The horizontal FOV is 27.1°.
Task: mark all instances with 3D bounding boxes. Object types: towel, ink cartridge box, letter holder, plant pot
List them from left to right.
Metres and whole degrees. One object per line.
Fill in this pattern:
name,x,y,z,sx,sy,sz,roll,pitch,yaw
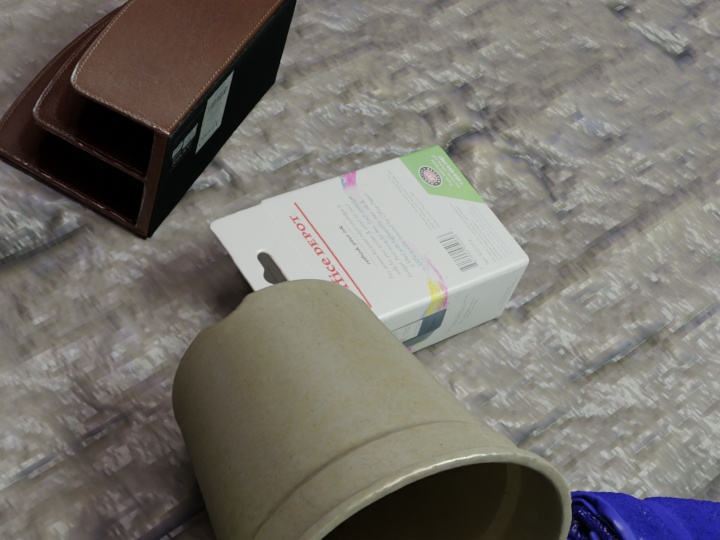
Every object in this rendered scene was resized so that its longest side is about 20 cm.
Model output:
letter holder,-0.154,-0.146,1.052,0.141,0.101,0.200,27,47,6
plant pot,-0.013,0.112,0.840,0.199,0.202,0.184,-10,43,-27
ink cartridge box,0.000,0.000,1.005,0.199,0.068,0.117,-19,60,-34
towel,0.204,0.191,0.873,0.199,0.050,0.148,14,40,-51
